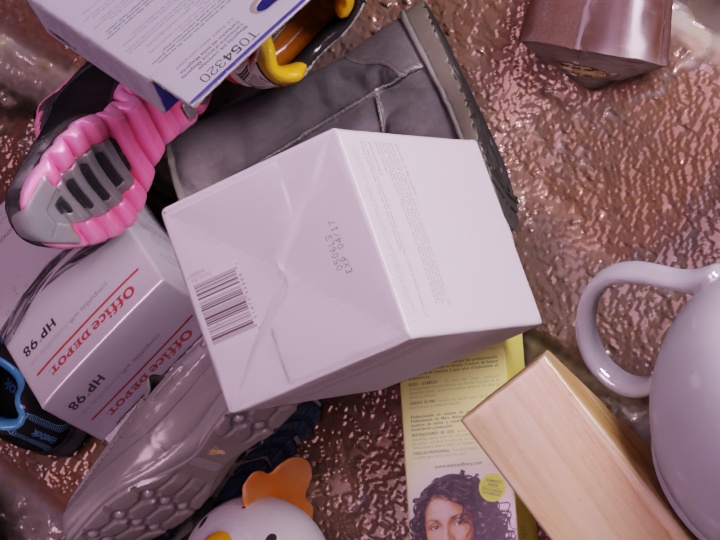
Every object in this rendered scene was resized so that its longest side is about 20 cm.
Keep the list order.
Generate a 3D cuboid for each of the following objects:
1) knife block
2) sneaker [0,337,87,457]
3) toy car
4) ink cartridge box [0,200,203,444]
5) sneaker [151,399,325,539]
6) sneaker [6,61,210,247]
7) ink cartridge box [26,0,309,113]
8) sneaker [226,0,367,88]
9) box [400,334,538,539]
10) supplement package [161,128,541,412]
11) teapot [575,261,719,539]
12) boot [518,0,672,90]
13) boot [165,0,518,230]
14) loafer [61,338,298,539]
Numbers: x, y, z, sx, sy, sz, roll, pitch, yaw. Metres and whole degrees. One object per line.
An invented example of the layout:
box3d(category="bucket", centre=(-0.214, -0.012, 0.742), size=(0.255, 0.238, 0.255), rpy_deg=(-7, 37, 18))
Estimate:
box3d(category="knife block", centre=(0.157, 0.160, 1.260), size=(0.064, 0.200, 0.176), rpy_deg=(-39, 41, 10))
box3d(category="sneaker", centre=(-0.262, 0.044, 1.479), size=(0.199, 0.082, 0.074), rpy_deg=(37, 97, 22))
box3d(category="toy car", centre=(-0.080, 0.202, 1.351), size=(0.183, 0.177, 0.202), rpy_deg=(7, 71, 33))
box3d(category="ink cartridge box", centre=(-0.167, 0.022, 1.420), size=(0.116, 0.067, 0.200), rpy_deg=(-46, 49, 8))
box3d(category="sneaker", centre=(-0.109, 0.109, 1.417), size=(0.200, 0.077, 0.085), rpy_deg=(-43, 66, 9))
box3d(category="sneaker", centre=(-0.173, -0.082, 1.396), size=(0.095, 0.200, 0.079), rpy_deg=(-1, 126, 31))
box3d(category="ink cartridge box", centre=(-0.078, -0.185, 1.344), size=(0.196, 0.043, 0.200), rpy_deg=(-43, 46, -12))
box3d(category="sneaker", centre=(-0.013, -0.196, 1.407), size=(0.201, 0.078, 0.082), rpy_deg=(-58, 33, -2))
box3d(category="box", centre=(0.067, 0.119, 1.362), size=(0.075, 0.050, 0.202), rpy_deg=(-8, 78, 19))
box3d(category="supplement package", centre=(0.000, 0.000, 1.261), size=(0.119, 0.200, 0.122), rpy_deg=(-24, 81, 24))
box3d(category="teapot", centre=(0.231, 0.095, 1.253), size=(0.146, 0.196, 0.201), rpy_deg=(-49, 37, 44))
box3d(category="boot", centre=(0.117, -0.220, 1.394), size=(0.185, 0.064, 0.202), rpy_deg=(10, 90, 24))
box3d(category="boot", centre=(-0.015, -0.059, 1.409), size=(0.199, 0.073, 0.183), rpy_deg=(-27, 60, 8))
box3d(category="loafer", centre=(-0.109, 0.096, 1.348), size=(0.200, 0.070, 0.070), rpy_deg=(-41, 49, 19))
